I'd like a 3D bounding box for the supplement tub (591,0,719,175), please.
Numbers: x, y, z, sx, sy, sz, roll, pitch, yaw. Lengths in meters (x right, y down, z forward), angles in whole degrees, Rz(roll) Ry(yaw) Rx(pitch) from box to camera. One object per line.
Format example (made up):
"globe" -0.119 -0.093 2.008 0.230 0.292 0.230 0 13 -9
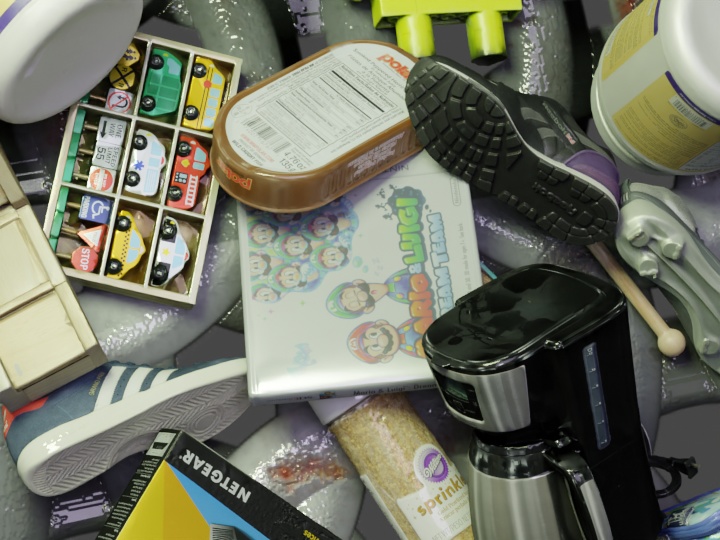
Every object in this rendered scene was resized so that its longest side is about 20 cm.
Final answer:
"supplement tub" 0.270 -0.158 1.332 0.144 0.200 0.147 2 79 -12

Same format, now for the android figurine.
"android figurine" 0.065 -0.266 1.402 0.180 0.041 0.202 -3 81 -13

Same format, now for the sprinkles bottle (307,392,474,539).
"sprinkles bottle" 0.040 0.158 1.293 0.068 0.068 0.201 -33 88 -17

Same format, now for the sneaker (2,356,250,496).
"sneaker" -0.170 0.091 1.264 0.199 0.075 0.085 -17 50 -29

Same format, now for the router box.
"router box" -0.096 0.229 1.232 0.199 0.051 0.150 36 73 -20

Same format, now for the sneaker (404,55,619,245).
"sneaker" 0.117 -0.106 1.322 0.199 0.076 0.088 37 39 -17

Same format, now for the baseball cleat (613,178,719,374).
"baseball cleat" 0.275 0.003 1.376 0.200 0.069 0.107 49 28 -24

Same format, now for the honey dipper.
"honey dipper" 0.195 -0.012 1.382 0.038 0.038 0.200 -39 92 -17

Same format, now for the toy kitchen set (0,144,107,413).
"toy kitchen set" -0.302 -0.009 1.176 0.162 0.181 0.201 -28 69 -7

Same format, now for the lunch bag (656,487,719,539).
"lunch bag" 0.307 0.197 1.297 0.198 0.161 0.083 -18 81 -18

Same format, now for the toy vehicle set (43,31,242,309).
"toy vehicle set" -0.169 -0.081 1.317 0.123 0.027 0.202 12 76 -10

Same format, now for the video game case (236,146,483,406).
"video game case" 0.000 0.000 1.290 0.180 0.024 0.202 -6 61 -1

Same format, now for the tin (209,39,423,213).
"tin" -0.025 -0.114 1.313 0.199 0.042 0.112 -32 62 -31

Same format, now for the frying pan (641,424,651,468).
"frying pan" 0.134 0.127 1.318 0.189 0.031 0.116 28 108 -6

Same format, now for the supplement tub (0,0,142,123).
"supplement tub" -0.271 -0.223 1.254 0.145 0.146 0.200 -40 78 -17

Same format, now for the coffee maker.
"coffee maker" 0.141 0.101 1.213 0.192 0.134 0.202 -41 127 -47

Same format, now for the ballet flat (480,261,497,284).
"ballet flat" 0.115 0.049 1.337 0.200 0.071 0.071 39 73 0
